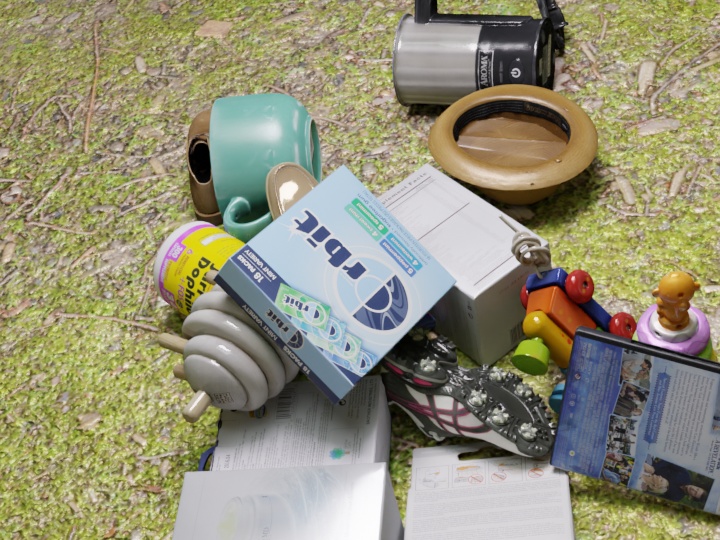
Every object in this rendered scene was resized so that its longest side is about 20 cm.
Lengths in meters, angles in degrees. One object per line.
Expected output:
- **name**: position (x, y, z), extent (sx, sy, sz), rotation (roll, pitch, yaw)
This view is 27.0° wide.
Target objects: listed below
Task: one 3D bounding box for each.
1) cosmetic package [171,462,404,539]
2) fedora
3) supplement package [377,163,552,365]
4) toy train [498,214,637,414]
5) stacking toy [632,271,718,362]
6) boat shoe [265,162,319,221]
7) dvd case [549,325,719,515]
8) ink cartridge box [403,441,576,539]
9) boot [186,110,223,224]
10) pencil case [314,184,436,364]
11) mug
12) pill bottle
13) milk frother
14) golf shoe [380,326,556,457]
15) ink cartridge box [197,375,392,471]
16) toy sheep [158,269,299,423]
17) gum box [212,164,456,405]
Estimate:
- **cosmetic package**: position (-0.069, 0.290, 1.357), extent (0.198, 0.124, 0.201), rotation (-5, 43, 11)
- **fedora**: position (0.180, -0.136, 1.768), extent (0.198, 0.082, 0.202), rotation (-3, 45, 3)
- **supplement package**: position (0.103, -0.008, 1.633), extent (0.113, 0.110, 0.200), rotation (-34, 47, -21)
- **toy train**: position (0.181, 0.052, 1.502), extent (0.084, 0.200, 0.116), rotation (-17, 38, 51)
- **stacking toy**: position (0.297, 0.074, 1.431), extent (0.115, 0.201, 0.110), rotation (-8, 43, 2)
- **boat shoe**: position (-0.046, -0.037, 1.666), extent (0.072, 0.065, 0.202), rotation (-22, 76, -11)
- **dvd case**: position (0.283, 0.143, 1.397), extent (0.198, 0.144, 0.018), rotation (15, 20, 18)
- **ink cartridge box**: position (0.124, 0.236, 1.435), extent (0.159, 0.051, 0.200), rotation (-6, 25, 8)
- **boot**: position (-0.189, -0.150, 1.882), extent (0.073, 0.076, 0.201), rotation (-13, 42, 3)
- **pencil case**: position (0.000, 0.000, 1.592), extent (0.087, 0.078, 0.201), rotation (-34, 81, 23)
- **mug**: position (-0.107, -0.118, 1.783), extent (0.113, 0.152, 0.187), rotation (-5, 81, 7)
- **pill bottle**: position (-0.132, 0.028, 1.658), extent (0.199, 0.105, 0.104), rotation (29, 57, 36)
- **milk frother**: position (0.160, -0.293, 1.920), extent (0.186, 0.183, 0.200), rotation (5, 3, 19)
- **golf shoe**: position (0.107, 0.136, 1.510), extent (0.199, 0.089, 0.077), rotation (31, 42, 22)
- **ink cartridge box**: position (-0.072, 0.182, 1.502), extent (0.198, 0.077, 0.137), rotation (-4, 40, 9)
- **toy sheep**: position (-0.120, 0.072, 1.491), extent (0.137, 0.138, 0.201), rotation (16, 59, 28)
- **gum box**: position (-0.021, 0.009, 1.477), extent (0.170, 0.045, 0.200), rotation (46, 47, 3)
